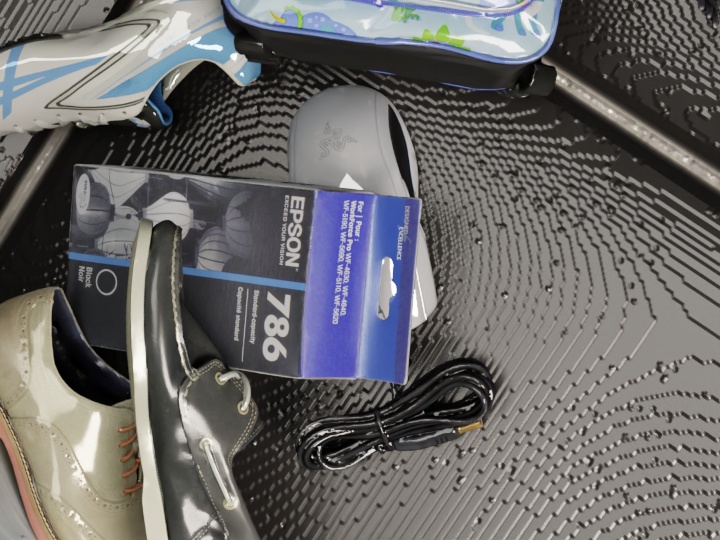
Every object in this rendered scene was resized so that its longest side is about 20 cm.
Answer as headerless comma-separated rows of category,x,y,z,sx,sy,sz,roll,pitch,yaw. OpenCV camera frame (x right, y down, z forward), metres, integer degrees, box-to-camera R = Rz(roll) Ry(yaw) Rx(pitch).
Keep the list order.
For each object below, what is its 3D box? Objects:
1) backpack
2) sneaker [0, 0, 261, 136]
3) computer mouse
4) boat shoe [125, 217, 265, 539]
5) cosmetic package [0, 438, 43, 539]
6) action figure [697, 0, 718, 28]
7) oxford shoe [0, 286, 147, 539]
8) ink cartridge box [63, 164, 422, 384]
backpack,0.026,-0.204,1.037,0.183,0.147,0.200,8,83,-3
sneaker,-0.148,-0.099,1.127,0.200,0.072,0.073,-19,92,16
computer mouse,0.000,0.000,1.101,0.110,0.044,0.200,-14,86,15
boat shoe,-0.083,0.069,1.062,0.068,0.072,0.200,-7,102,-2
cosmetic package,-0.256,0.113,1.084,0.123,0.200,0.199,-30,83,10
action figure,0.258,-0.169,1.003,0.200,0.119,0.102,-33,45,17
oxford shoe,-0.139,0.102,1.105,0.074,0.071,0.200,-29,99,20
ink cartridge box,-0.066,0.000,1.091,0.200,0.039,0.100,6,94,30
